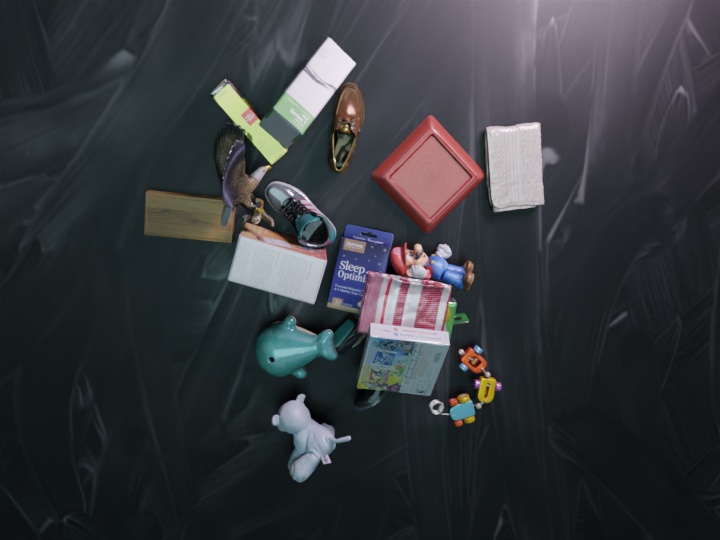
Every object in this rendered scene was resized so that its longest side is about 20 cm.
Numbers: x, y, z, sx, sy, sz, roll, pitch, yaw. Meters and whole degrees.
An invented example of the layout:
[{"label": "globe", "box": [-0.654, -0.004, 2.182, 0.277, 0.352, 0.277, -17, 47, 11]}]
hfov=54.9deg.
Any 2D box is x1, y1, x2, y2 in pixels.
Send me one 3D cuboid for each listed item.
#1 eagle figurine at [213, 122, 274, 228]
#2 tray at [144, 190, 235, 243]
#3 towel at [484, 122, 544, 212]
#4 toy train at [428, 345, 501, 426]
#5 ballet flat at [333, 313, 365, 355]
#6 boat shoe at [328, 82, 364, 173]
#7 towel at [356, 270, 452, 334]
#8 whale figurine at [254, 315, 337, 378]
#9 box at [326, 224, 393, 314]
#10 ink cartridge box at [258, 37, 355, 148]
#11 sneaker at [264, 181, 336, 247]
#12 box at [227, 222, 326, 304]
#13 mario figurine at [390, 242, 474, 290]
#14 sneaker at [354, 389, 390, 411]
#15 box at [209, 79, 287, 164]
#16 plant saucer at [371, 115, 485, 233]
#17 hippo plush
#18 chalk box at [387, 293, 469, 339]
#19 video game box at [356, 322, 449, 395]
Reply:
[{"label": "eagle figurine", "box": [-0.263, -0.200, 1.502, 0.151, 0.151, 0.201, 1, 136, 36]}, {"label": "tray", "box": [-0.390, -0.123, 1.590, 0.198, 0.037, 0.100, 5, 104, -5]}, {"label": "towel", "box": [0.361, -0.240, 1.620, 0.131, 0.034, 0.202, -7, 104, -4]}, {"label": "toy train", "box": [0.262, 0.288, 1.737, 0.150, 0.056, 0.201, 34, 96, -11]}, {"label": "ballet flat", "box": [0.000, 0.128, 1.673, 0.073, 0.073, 0.200, 41, 92, -13]}, {"label": "boat shoe", "box": [-0.029, -0.317, 1.551, 0.071, 0.068, 0.202, 6, 103, -4]}, {"label": "towel", "box": [0.099, 0.086, 1.562, 0.198, 0.023, 0.145, 9, 103, -6]}, {"label": "whale figurine", "box": [-0.157, 0.188, 1.629, 0.198, 0.104, 0.161, -4, 106, 19]}, {"label": "box", "box": [0.000, 0.000, 1.620, 0.120, 0.032, 0.202, 12, 89, 7]}, {"label": "ink cartridge box", "box": [-0.113, -0.372, 1.460, 0.084, 0.146, 0.201, 39, 77, -14]}, {"label": "sneaker", "box": [-0.136, -0.120, 1.566, 0.200, 0.121, 0.084, 38, 99, -12]}, {"label": "box", "box": [-0.186, -0.019, 1.571, 0.198, 0.152, 0.107, 16, 102, -9]}, {"label": "mario figurine", "box": [0.167, -0.021, 1.606, 0.198, 0.123, 0.107, 14, 85, -3]}, {"label": "sneaker", "box": [0.054, 0.264, 1.711, 0.200, 0.073, 0.082, -40, 95, -3]}, {"label": "box", "box": [-0.244, -0.327, 1.530, 0.050, 0.075, 0.200, -39, 103, 6]}, {"label": "plant saucer", "box": [0.161, -0.218, 1.609, 0.200, 0.037, 0.200, -44, 102, 7]}, {"label": "hippo plush", "box": [-0.150, 0.400, 1.671, 0.161, 0.200, 0.159, 45, 75, -5]}, {"label": "chalk box", "box": [0.155, 0.111, 1.646, 0.198, 0.125, 0.125, 9, 103, -5]}, {"label": "video game box", "box": [0.094, 0.208, 1.595, 0.180, 0.047, 0.201, 6, 135, -7]}]
